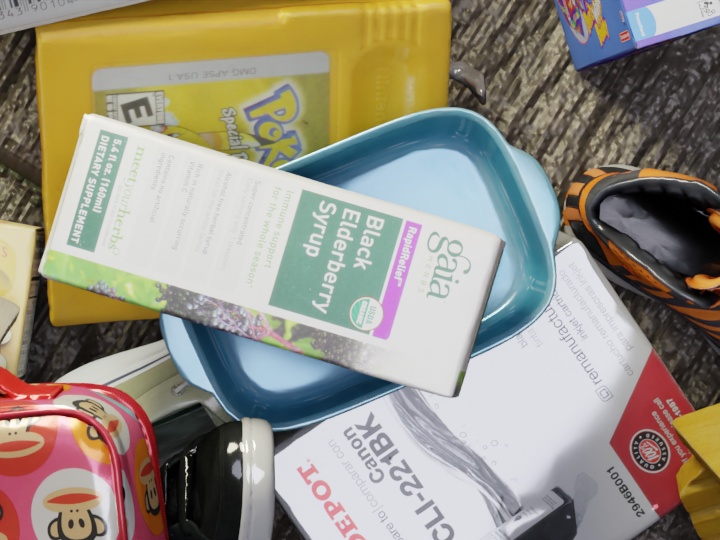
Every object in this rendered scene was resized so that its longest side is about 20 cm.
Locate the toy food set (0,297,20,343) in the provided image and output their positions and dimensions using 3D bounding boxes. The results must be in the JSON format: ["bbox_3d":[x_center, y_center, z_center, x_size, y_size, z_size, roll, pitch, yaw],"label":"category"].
[{"bbox_3d":[-0.267,0.083,1.420,0.143,0.060,0.200,22,100,2],"label":"toy food set"}]

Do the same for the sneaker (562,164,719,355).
[{"bbox_3d":[0.194,0.010,1.463,0.200,0.112,0.078,24,90,-3],"label":"sneaker"}]

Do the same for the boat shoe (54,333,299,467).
[{"bbox_3d":[-0.065,0.060,1.456,0.200,0.072,0.062,-24,48,12],"label":"boat shoe"}]

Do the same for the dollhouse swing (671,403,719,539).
[{"bbox_3d":[0.266,0.171,1.383,0.182,0.176,0.200,-19,132,13],"label":"dollhouse swing"}]

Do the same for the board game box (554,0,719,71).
[{"bbox_3d":[0.120,-0.171,1.412,0.045,0.200,0.135,-17,92,-3],"label":"board game box"}]

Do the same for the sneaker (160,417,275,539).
[{"bbox_3d":[-0.110,0.129,1.405,0.112,0.200,0.073,5,61,-13],"label":"sneaker"}]

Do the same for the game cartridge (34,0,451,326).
[{"bbox_3d":[-0.057,-0.055,1.427,0.200,0.032,0.176,-3,125,-6],"label":"game cartridge"}]

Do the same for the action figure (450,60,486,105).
[{"bbox_3d":[-0.036,-0.104,1.477,0.193,0.105,0.200,-10,121,3],"label":"action figure"}]

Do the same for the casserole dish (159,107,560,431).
[{"bbox_3d":[0.000,0.000,1.405,0.200,0.039,0.121,-23,87,-1],"label":"casserole dish"}]

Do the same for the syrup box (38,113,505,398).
[{"bbox_3d":[-0.039,-0.007,1.347,0.200,0.081,0.079,17,91,2],"label":"syrup box"}]

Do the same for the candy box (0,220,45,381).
[{"bbox_3d":[-0.231,0.068,1.470,0.115,0.055,0.200,8,92,-1],"label":"candy box"}]

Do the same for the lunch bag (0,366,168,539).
[{"bbox_3d":[-0.190,0.122,1.340,0.200,0.082,0.176,-4,99,12],"label":"lunch bag"}]

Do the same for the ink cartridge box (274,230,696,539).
[{"bbox_3d":[0.061,0.094,1.469,0.200,0.084,0.144,-35,97,-1],"label":"ink cartridge box"}]

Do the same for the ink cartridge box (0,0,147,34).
[{"bbox_3d":[-0.119,-0.204,1.414,0.198,0.200,0.043,-14,134,-3],"label":"ink cartridge box"}]
